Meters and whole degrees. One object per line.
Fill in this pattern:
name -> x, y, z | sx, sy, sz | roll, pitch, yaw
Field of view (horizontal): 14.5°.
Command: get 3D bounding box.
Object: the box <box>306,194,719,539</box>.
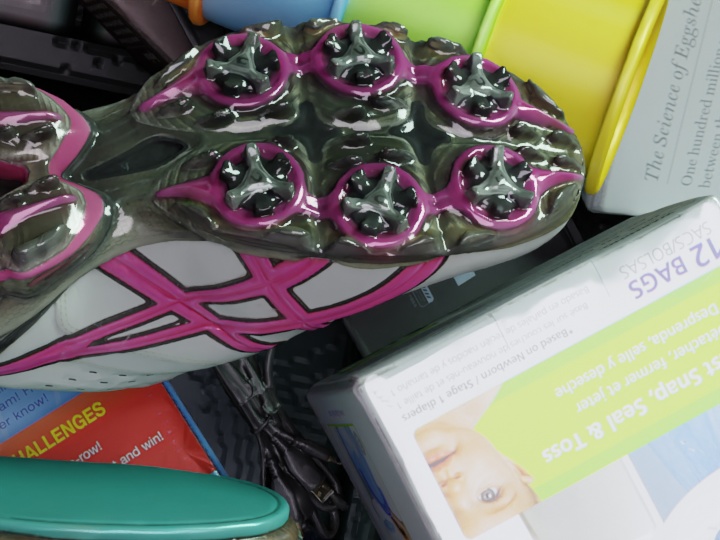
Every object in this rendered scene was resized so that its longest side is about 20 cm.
box -> 0.083, 0.095, 0.767 | 0.112, 0.101, 0.201 | -27, 91, -9

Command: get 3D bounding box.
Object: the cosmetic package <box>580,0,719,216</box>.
cosmetic package -> 0.168, -0.120, 0.840 | 0.199, 0.123, 0.200 | 6, 116, -13

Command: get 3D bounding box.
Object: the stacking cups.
stacking cups -> -0.019, -0.079, 0.772 | 0.199, 0.061, 0.061 | 19, 90, 6

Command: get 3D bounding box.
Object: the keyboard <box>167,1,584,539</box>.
keyboard -> 0.000, 0.000, 0.826 | 0.127, 0.021, 0.201 | -31, 100, -13

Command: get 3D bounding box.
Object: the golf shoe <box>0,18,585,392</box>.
golf shoe -> -0.042, -0.012, 0.736 | 0.199, 0.092, 0.073 | -6, 59, -3

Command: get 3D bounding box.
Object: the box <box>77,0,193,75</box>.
box -> -0.072, -0.140, 0.845 | 0.100, 0.075, 0.200 | -46, 99, -6

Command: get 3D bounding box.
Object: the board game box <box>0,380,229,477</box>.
board game box -> -0.107, 0.131, 0.772 | 0.199, 0.056, 0.196 | -31, 81, -9

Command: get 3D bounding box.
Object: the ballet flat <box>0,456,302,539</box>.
ballet flat -> -0.116, 0.079, 0.728 | 0.199, 0.074, 0.075 | 7, 92, 0
